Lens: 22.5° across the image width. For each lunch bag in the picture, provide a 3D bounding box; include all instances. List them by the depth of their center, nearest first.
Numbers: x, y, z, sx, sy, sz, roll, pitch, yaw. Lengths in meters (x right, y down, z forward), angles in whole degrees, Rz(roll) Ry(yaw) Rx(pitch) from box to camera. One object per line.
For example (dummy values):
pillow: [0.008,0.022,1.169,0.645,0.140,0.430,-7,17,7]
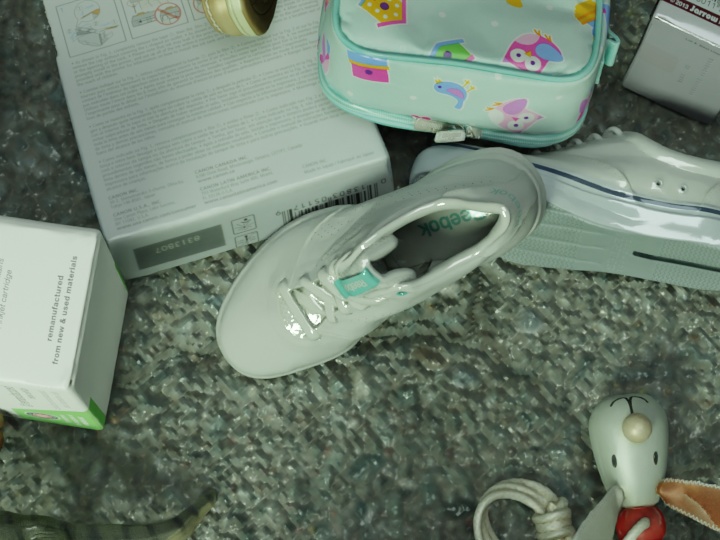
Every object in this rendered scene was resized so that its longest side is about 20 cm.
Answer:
lunch bag: [0.062,-0.160,0.991,0.159,0.077,0.201,10,58,-5]

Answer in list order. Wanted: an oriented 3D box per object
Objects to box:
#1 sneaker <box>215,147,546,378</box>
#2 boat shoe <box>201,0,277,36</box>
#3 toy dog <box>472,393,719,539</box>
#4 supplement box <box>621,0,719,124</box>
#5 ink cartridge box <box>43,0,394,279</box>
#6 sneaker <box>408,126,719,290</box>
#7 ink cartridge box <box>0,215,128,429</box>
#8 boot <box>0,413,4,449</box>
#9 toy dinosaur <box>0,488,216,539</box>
sneaker: [0.000,0.000,0.937,0.199,0.089,0.076,-31,97,19]
boat shoe: [-0.091,-0.211,1.021,0.066,0.074,0.201,-15,59,10]
toy dog: [0.154,0.165,0.929,0.131,0.096,0.201,-29,79,-8]
supplement box: [0.218,-0.195,1.011,0.061,0.109,0.201,25,76,5]
ink cartridge box: [-0.085,-0.107,1.024,0.161,0.057,0.201,-17,57,-5]
sneaker: [0.126,-0.043,1.000,0.198,0.073,0.071,14,57,-2]
ink cartridge box: [-0.229,0.019,0.927,0.198,0.146,0.085,9,78,1]
boot: [-0.251,0.172,0.936,0.199,0.074,0.156,-26,86,-9]
toy dinosaur: [-0.162,0.160,0.924,0.199,0.047,0.089,2,93,-31]
